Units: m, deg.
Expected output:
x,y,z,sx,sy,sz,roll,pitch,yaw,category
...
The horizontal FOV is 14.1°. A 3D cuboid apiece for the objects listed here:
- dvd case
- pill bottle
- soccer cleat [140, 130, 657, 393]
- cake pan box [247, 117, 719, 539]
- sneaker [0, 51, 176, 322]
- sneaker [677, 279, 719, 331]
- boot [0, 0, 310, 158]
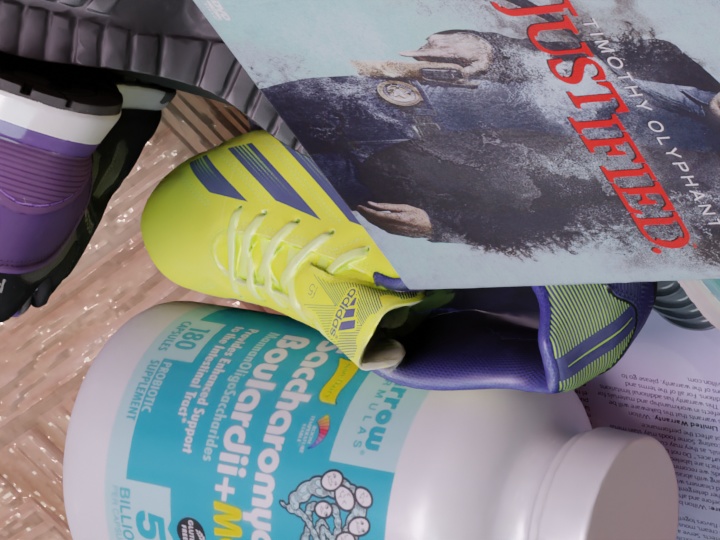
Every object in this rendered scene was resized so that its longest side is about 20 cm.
x,y,z,sx,sy,sz,roll,pitch,yaw,category
0.067,-0.047,0.819,0.200,0.022,0.146,-3,141,32,dvd case
0.005,0.076,1.002,0.200,0.111,0.111,8,128,31,pill bottle
0.000,-0.001,0.962,0.200,0.084,0.065,9,128,32,soccer cleat
0.060,0.013,1.029,0.200,0.052,0.184,8,126,30,cake pan box
-0.117,-0.033,0.988,0.076,0.200,0.088,19,99,2,sneaker
0.178,0.009,0.907,0.200,0.071,0.080,36,152,-25,sneaker
-0.036,-0.089,0.980,0.200,0.138,0.078,20,96,-4,boot
